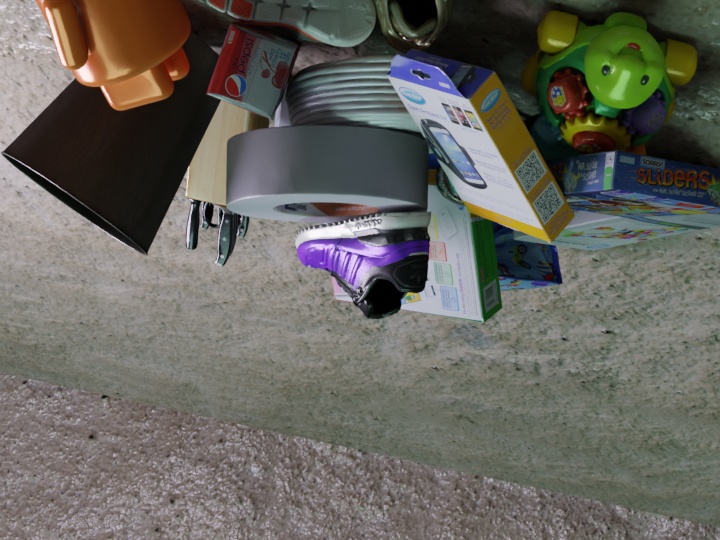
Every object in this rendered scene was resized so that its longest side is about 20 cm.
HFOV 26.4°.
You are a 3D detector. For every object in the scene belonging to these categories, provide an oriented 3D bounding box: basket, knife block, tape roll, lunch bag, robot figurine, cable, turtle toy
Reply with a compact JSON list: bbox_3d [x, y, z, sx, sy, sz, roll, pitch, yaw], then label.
[{"bbox_3d":[-0.229,-0.147,1.525,0.179,0.201,0.136,32,171,11],"label":"basket"},{"bbox_3d":[-0.152,-0.109,1.666,0.063,0.177,0.200,11,162,6],"label":"knife block"},{"bbox_3d":[-0.032,-0.091,1.492,0.198,0.067,0.200,1,174,0],"label":"tape roll"},{"bbox_3d":[0.112,-0.013,1.759,0.150,0.095,0.199,-3,-175,43],"label":"lunch bag"},{"bbox_3d":[-0.220,-0.240,1.321,0.116,0.143,0.201,21,141,56],"label":"robot figurine"},{"bbox_3d":[0.025,-0.158,1.481,0.198,0.070,0.199,-2,174,29],"label":"cable"},{"bbox_3d":[0.216,-0.160,1.340,0.144,0.102,0.200,14,157,1],"label":"turtle toy"}]

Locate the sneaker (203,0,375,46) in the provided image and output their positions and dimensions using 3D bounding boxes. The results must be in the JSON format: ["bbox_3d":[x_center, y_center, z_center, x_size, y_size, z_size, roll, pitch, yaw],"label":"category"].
[{"bbox_3d":[-0.088,-0.246,1.372,0.198,0.078,0.082,23,172,-15],"label":"sneaker"}]

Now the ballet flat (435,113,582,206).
[{"bbox_3d":[0.161,-0.112,1.504,0.198,0.073,0.072,-17,169,-16],"label":"ballet flat"}]

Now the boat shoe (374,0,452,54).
[{"bbox_3d":[0.044,-0.229,1.325,0.071,0.066,0.200,14,163,-1],"label":"boat shoe"}]

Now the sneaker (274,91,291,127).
[{"bbox_3d":[-0.056,-0.153,1.656,0.070,0.074,0.200,4,171,2],"label":"sneaker"}]

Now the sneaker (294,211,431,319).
[{"bbox_3d":[0.000,0.000,1.520,0.069,0.101,0.199,-5,178,-33],"label":"sneaker"}]

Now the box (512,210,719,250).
[{"bbox_3d":[0.281,-0.060,1.598,0.199,0.042,0.155,-10,170,41],"label":"box"}]

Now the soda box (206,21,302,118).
[{"bbox_3d":[-0.096,-0.189,1.419,0.063,0.071,0.200,20,-172,-5],"label":"soda box"}]

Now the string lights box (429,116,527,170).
[{"bbox_3d":[0.130,-0.109,1.642,0.102,0.060,0.199,24,160,-25],"label":"string lights box"}]

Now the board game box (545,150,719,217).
[{"bbox_3d":[0.237,-0.075,1.388,0.134,0.035,0.200,8,178,-21],"label":"board game box"}]

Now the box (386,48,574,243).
[{"bbox_3d":[0.102,-0.118,1.350,0.119,0.041,0.201,25,154,50],"label":"box"}]

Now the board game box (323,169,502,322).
[{"bbox_3d":[0.050,-0.033,1.637,0.198,0.155,0.040,8,-153,36],"label":"board game box"}]
